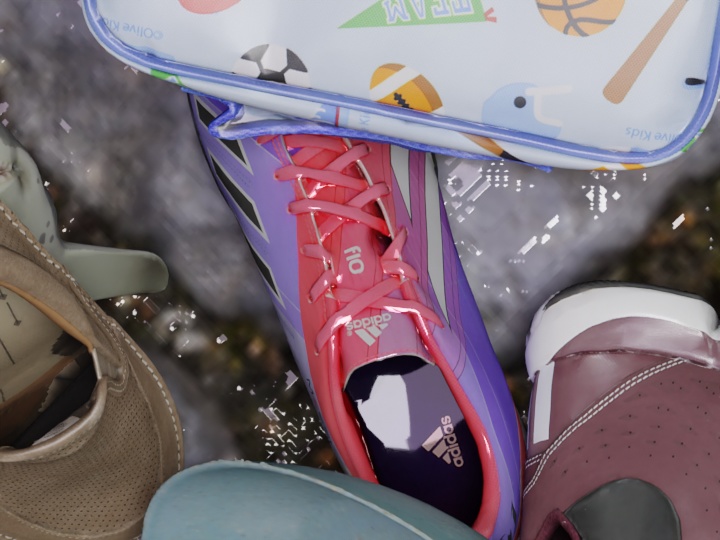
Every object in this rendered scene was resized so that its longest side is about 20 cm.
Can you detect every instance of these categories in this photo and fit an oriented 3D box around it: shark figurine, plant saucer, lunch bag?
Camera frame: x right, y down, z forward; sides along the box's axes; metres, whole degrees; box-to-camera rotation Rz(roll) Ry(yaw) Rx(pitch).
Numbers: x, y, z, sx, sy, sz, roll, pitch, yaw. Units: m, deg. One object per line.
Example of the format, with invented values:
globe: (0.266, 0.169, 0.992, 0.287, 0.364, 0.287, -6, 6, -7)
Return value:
shark figurine: (-0.151, 0.026, 0.824, 0.089, 0.128, 0.215, 44, 114, 28)
plant saucer: (0.023, 0.123, 0.763, 0.201, 0.201, 0.039, 44, 59, 3)
lunch bag: (0.017, -0.110, 0.754, 0.199, 0.076, 0.161, 12, 99, 4)

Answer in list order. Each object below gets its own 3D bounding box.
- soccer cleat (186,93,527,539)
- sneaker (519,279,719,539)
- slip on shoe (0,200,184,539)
soccer cleat: (0.000, 0.000, 0.797, 0.068, 0.073, 0.201, -23, 89, 5)
sneaker: (0.140, 0.076, 0.772, 0.199, 0.076, 0.116, 7, 69, 13)
slip on shoe: (-0.097, 0.034, 0.750, 0.076, 0.200, 0.061, -37, 52, -10)
